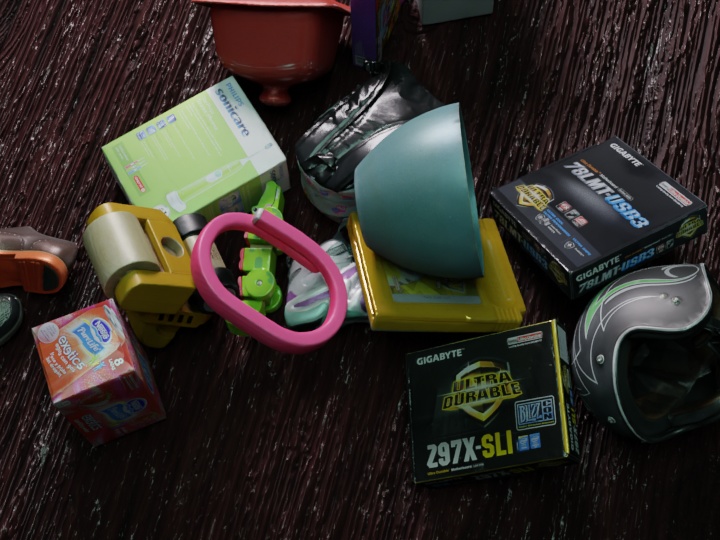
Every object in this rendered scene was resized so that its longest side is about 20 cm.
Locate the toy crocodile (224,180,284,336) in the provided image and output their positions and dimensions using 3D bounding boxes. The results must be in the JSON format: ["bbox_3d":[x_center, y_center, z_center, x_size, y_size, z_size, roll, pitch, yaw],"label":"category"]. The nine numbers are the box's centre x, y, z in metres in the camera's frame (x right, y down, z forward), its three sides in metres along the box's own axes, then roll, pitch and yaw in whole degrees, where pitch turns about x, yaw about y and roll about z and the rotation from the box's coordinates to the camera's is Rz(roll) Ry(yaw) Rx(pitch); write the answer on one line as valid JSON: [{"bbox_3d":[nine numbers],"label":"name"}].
[{"bbox_3d":[-0.127,-0.015,1.508,0.061,0.068,0.204,4,72,8],"label":"toy crocodile"}]

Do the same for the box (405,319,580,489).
[{"bbox_3d":[0.151,0.158,1.398,0.197,0.049,0.163,-14,66,27],"label":"box"}]

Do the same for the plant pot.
[{"bbox_3d":[0.065,-0.084,1.398,0.132,0.201,0.204,-8,67,8],"label":"plant pot"}]

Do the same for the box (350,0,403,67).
[{"bbox_3d":[0.026,-0.377,1.585,0.038,0.201,0.139,16,69,8],"label":"box"}]

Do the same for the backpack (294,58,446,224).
[{"bbox_3d":[0.014,-0.154,1.534,0.199,0.127,0.167,-38,59,-13],"label":"backpack"}]

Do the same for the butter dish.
[{"bbox_3d":[-0.110,-0.292,1.586,0.196,0.199,0.151,5,99,10],"label":"butter dish"}]

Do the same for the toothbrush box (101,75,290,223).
[{"bbox_3d":[-0.211,-0.133,1.553,0.198,0.086,0.147,-31,70,-10],"label":"toothbrush box"}]

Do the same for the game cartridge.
[{"bbox_3d":[0.092,0.000,1.461,0.196,0.033,0.178,0,47,-16],"label":"game cartridge"}]

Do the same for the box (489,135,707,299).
[{"bbox_3d":[0.291,-0.072,1.481,0.196,0.050,0.200,-25,40,-11],"label":"box"}]

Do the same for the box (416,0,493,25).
[{"bbox_3d":[0.117,-0.471,1.647,0.104,0.153,0.203,-10,68,-2],"label":"box"}]

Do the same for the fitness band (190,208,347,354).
[{"bbox_3d":[-0.105,0.011,1.408,0.198,0.037,0.145,33,53,-12],"label":"fitness band"}]

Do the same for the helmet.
[{"bbox_3d":[0.338,0.096,1.387,0.188,0.199,0.203,-24,66,20],"label":"helmet"}]

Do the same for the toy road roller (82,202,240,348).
[{"bbox_3d":[-0.255,0.017,1.439,0.146,0.198,0.124,-47,56,26],"label":"toy road roller"}]

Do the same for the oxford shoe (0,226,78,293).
[{"bbox_3d":[-0.457,-0.021,1.535,0.196,0.072,0.073,12,39,9],"label":"oxford shoe"}]

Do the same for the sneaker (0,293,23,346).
[{"bbox_3d":[-0.518,0.063,1.467,0.196,0.115,0.078,-10,69,-5],"label":"sneaker"}]

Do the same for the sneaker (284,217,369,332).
[{"bbox_3d":[0.000,0.000,1.497,0.196,0.078,0.142,-4,68,-1],"label":"sneaker"}]

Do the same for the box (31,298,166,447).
[{"bbox_3d":[-0.298,0.122,1.387,0.098,0.201,0.097,-21,69,-7],"label":"box"}]
